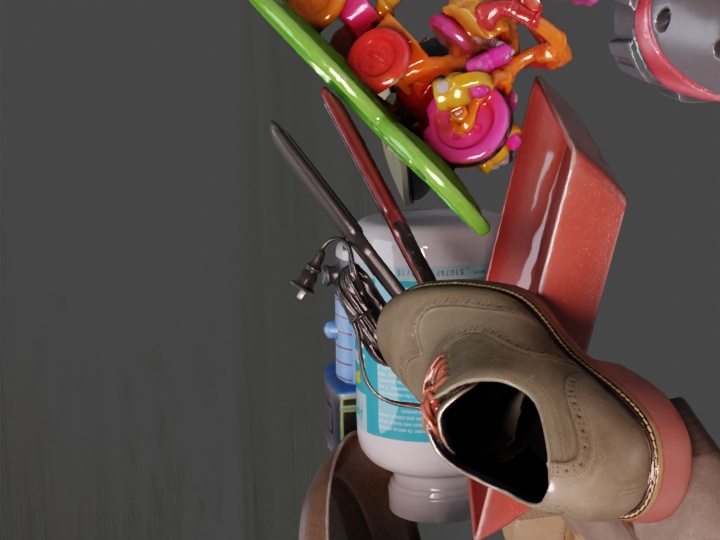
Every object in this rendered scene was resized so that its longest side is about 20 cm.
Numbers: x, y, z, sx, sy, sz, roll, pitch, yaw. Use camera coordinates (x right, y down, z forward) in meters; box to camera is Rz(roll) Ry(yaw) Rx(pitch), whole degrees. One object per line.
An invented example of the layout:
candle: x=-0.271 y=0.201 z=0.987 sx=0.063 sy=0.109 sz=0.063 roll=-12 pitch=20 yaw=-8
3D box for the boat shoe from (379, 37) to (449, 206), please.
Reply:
boat shoe: x=0.044 y=-0.107 z=1.049 sx=0.202 sy=0.063 sz=0.074 roll=78 pitch=173 yaw=-69

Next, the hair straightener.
hair straightener: x=0.000 y=0.000 z=0.791 sx=0.201 sy=0.077 sz=0.041 roll=60 pitch=-177 yaw=-2

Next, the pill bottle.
pill bottle: x=0.051 y=0.063 z=0.936 sx=0.111 sy=0.110 sz=0.202 roll=-144 pitch=51 yaw=-75

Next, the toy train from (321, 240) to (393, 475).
toy train: x=0.029 y=0.056 z=1.034 sx=0.087 sy=0.113 sz=0.202 roll=-126 pitch=34 yaw=-69

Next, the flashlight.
flashlight: x=0.152 y=-0.086 z=0.494 sx=0.200 sy=0.067 sz=0.068 roll=-131 pitch=42 yaw=-74

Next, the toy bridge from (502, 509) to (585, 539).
toy bridge: x=0.130 y=0.184 z=0.685 sx=0.200 sy=0.067 sz=0.027 roll=-110 pitch=20 yaw=-51

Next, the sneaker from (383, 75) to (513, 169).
sneaker: x=0.055 y=-0.100 z=0.882 sx=0.200 sy=0.079 sz=0.074 roll=-30 pitch=-63 yaw=-85

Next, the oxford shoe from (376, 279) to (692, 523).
oxford shoe: x=0.052 y=0.048 z=0.603 sx=0.200 sy=0.074 sz=0.071 roll=26 pitch=111 yaw=56

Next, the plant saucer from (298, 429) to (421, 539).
plant saucer: x=0.001 y=0.212 z=0.950 sx=0.200 sy=0.036 sz=0.202 roll=-12 pitch=-90 yaw=-73

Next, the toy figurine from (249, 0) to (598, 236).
toy figurine: x=0.062 y=-0.147 z=0.712 sx=0.200 sy=0.184 sz=0.150 roll=48 pitch=-176 yaw=32

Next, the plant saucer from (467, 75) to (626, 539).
plant saucer: x=0.094 y=0.013 z=0.736 sx=0.200 sy=0.036 sz=0.201 roll=-84 pitch=5 yaw=-72

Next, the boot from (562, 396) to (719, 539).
boot: x=0.146 y=0.147 z=0.621 sx=0.200 sy=0.070 sz=0.147 roll=84 pitch=167 yaw=-69

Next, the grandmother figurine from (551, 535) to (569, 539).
grandmother figurine: x=0.126 y=0.228 z=0.750 sx=0.121 sy=0.060 sz=0.201 roll=123 pitch=140 yaw=-60
